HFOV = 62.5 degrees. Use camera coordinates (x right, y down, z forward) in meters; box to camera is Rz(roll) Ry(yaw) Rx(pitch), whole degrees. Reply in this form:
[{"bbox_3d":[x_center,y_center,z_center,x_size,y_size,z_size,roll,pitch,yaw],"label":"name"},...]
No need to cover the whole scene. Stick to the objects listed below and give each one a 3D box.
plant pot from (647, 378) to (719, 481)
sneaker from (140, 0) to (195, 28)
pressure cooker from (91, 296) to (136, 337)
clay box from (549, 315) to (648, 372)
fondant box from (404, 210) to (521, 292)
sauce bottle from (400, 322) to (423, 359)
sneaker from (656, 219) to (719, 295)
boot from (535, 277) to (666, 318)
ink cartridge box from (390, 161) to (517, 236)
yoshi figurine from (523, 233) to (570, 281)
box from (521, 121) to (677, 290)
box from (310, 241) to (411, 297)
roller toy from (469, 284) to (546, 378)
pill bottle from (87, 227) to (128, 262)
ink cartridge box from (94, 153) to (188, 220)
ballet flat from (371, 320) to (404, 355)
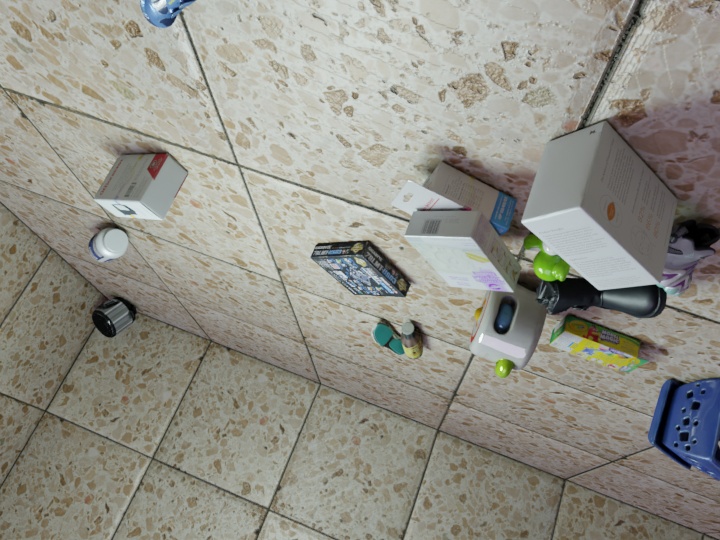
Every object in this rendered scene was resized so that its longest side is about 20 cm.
[{"bbox_3d":[0.821,0.380,1.420,0.199,0.201,0.179,33,161,-25],"label":"plant pot"},{"bbox_3d":[-0.269,-0.415,0.867,0.082,0.074,0.200,27,159,-14],"label":"sneaker"},{"bbox_3d":[-1.317,0.242,3.199,0.176,0.200,0.179,42,136,5],"label":"pressure cooker"},{"bbox_3d":[0.563,0.177,1.403,0.198,0.048,0.115,20,157,6],"label":"clay box"},{"bbox_3d":[0.194,-0.034,1.105,0.143,0.059,0.200,5,155,40],"label":"fondant box"},{"bbox_3d":[0.159,0.222,1.873,0.064,0.065,0.200,15,158,19],"label":"sauce bottle"},{"bbox_3d":[0.531,-0.028,0.951,0.199,0.078,0.140,7,142,-45],"label":"sneaker"},{"bbox_3d":[0.435,0.048,1.098,0.166,0.077,0.200,0,179,-9],"label":"boot"},{"bbox_3d":[0.168,-0.125,1.089,0.199,0.068,0.115,25,158,-7],"label":"ink cartridge box"},{"bbox_3d":[0.389,-0.023,1.057,0.199,0.113,0.112,6,160,43],"label":"yoshi figurine"},{"bbox_3d":[0.357,-0.088,0.877,0.199,0.153,0.106,35,156,-25],"label":"box"},{"bbox_3d":[0.000,0.000,1.557,0.197,0.050,0.200,-2,146,45],"label":"box"},{"bbox_3d":[0.323,0.116,1.330,0.139,0.200,0.184,20,122,7],"label":"roller toy"},{"bbox_3d":[-0.909,-0.095,2.148,0.111,0.112,0.199,36,155,-28],"label":"pill bottle"},{"bbox_3d":[-0.553,-0.213,1.495,0.199,0.147,0.083,7,155,35],"label":"ink cartridge box"},{"bbox_3d":[0.082,0.220,1.950,0.071,0.072,0.200,4,150,39],"label":"ballet flat"}]
